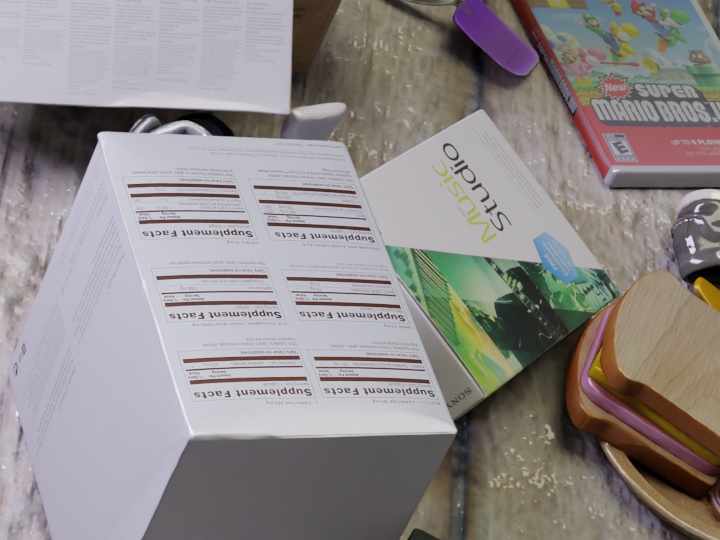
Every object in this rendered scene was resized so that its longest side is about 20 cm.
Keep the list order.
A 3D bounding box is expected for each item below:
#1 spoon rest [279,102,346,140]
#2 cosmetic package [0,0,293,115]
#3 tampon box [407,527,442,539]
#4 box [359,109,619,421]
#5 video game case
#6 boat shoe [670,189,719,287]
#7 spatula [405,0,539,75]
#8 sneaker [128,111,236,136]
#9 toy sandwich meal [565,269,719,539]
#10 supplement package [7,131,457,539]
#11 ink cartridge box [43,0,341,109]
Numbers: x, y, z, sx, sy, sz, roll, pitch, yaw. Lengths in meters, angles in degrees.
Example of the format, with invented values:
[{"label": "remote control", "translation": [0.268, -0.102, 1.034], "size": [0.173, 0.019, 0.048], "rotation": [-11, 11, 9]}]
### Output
[{"label": "spoon rest", "translation": [0.000, 0.000, 1.732], "size": [0.099, 0.061, 0.200], "rotation": [-8, 65, -32]}, {"label": "cosmetic package", "translation": [-0.139, -0.135, 1.703], "size": [0.200, 0.083, 0.051], "rotation": [2, 4, -26]}, {"label": "tampon box", "translation": [0.041, 0.257, 1.425], "size": [0.150, 0.126, 0.200], "rotation": [28, 40, 1]}, {"label": "box", "translation": [0.062, -0.007, 1.716], "size": [0.144, 0.036, 0.200], "rotation": [53, 34, 3]}, {"label": "video game case", "translation": [0.192, -0.133, 1.984], "size": [0.143, 0.017, 0.200], "rotation": [-1, 48, -27]}, {"label": "boat shoe", "translation": [0.292, 0.002, 1.869], "size": [0.200, 0.067, 0.057], "rotation": [13, 59, -8]}, {"label": "spatula", "translation": [0.029, -0.187, 1.952], "size": [0.200, 0.021, 0.057], "rotation": [28, 29, 5]}, {"label": "sneaker", "translation": [-0.101, -0.051, 1.677], "size": [0.075, 0.114, 0.200], "rotation": [26, 41, -1]}, {"label": "toy sandwich meal", "translation": [0.221, 0.081, 1.739], "size": [0.205, 0.070, 0.205], "rotation": [14, 43, -14]}, {"label": "supplement package", "translation": [-0.072, 0.067, 1.512], "size": [0.147, 0.191, 0.200], "rotation": [1, 48, -25]}, {"label": "ink cartridge box", "translation": [-0.138, -0.192, 1.834], "size": [0.200, 0.075, 0.165], "rotation": [-12, 55, -35]}]
